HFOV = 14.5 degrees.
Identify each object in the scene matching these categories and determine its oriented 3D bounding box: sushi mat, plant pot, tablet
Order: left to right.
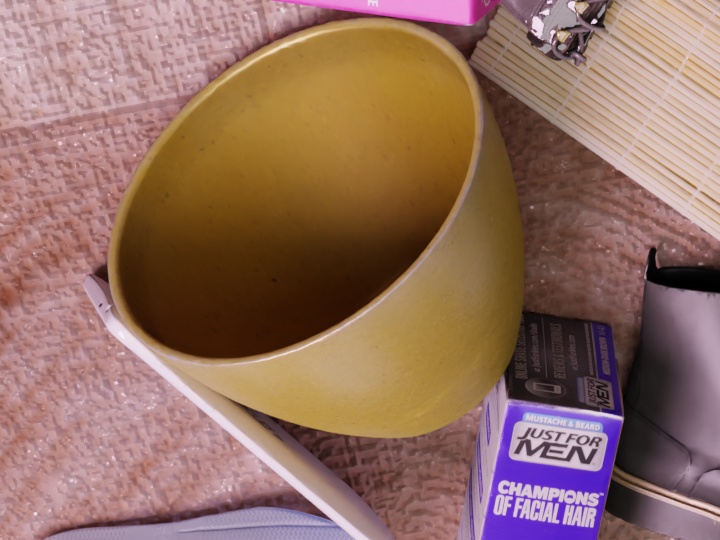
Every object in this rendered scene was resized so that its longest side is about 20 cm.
[{"bbox_3d":[-0.056,0.076,1.411,0.200,0.130,0.014,41,90,-15],"label":"tablet"},{"bbox_3d":[0.000,0.000,1.359,0.200,0.200,0.142,-27,134,13],"label":"plant pot"},{"bbox_3d":[0.144,-0.088,1.331,0.200,0.012,0.096,38,110,26],"label":"sushi mat"}]

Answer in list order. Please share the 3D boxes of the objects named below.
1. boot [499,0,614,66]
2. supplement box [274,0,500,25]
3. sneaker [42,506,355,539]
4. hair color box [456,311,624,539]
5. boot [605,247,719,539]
[{"bbox_3d":[0.137,-0.169,1.304,0.200,0.069,0.174,40,111,27],"label":"boot"},{"bbox_3d":[-0.024,-0.182,1.280,0.200,0.103,0.101,8,114,19],"label":"supplement box"},{"bbox_3d":[-0.078,0.171,1.480,0.200,0.073,0.071,-1,128,21],"label":"sneaker"},{"bbox_3d":[0.084,0.134,1.440,0.065,0.109,0.200,7,114,-2],"label":"hair color box"},{"bbox_3d":[0.221,0.074,1.408,0.200,0.077,0.139,11,109,17],"label":"boot"}]
